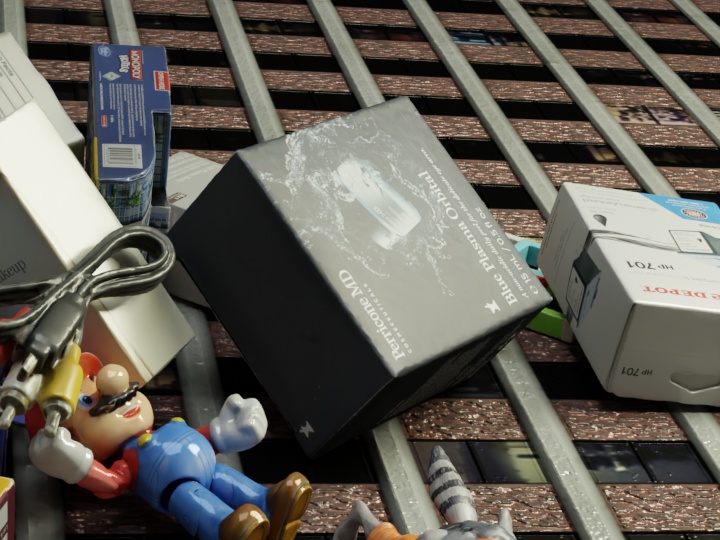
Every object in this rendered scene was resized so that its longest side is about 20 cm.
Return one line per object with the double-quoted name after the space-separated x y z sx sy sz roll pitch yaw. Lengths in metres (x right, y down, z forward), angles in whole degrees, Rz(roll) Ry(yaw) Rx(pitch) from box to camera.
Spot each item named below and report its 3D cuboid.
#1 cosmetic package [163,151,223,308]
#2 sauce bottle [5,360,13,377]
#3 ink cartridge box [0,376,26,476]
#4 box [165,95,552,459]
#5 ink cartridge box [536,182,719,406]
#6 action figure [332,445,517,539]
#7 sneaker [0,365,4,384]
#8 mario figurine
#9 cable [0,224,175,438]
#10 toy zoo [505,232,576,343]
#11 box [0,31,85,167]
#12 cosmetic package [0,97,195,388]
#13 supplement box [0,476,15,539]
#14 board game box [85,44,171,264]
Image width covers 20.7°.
-0.097 -0.022 1.595 0.199 0.091 0.107 15 25 27 "cosmetic package"
-0.335 0.048 1.402 0.199 0.066 0.066 5 24 -6 "sauce bottle"
-0.313 0.085 1.288 0.199 0.077 0.137 -6 38 -23 "ink cartridge box"
0.000 0.000 1.427 0.200 0.117 0.197 -23 73 -47 "box"
0.241 0.018 1.567 0.146 0.086 0.200 7 26 -16 "ink cartridge box"
0.036 0.168 1.166 0.199 0.105 0.193 17 3 -14 "action figure"
-0.292 0.001 1.272 0.074 0.082 0.200 -15 53 -37 "sneaker"
-0.131 0.108 1.260 0.199 0.106 0.123 27 -5 20 "mario figurine"
-0.195 0.026 1.270 0.097 0.050 0.200 30 35 2 "cable"
0.118 0.002 1.678 0.199 0.021 0.131 18 26 24 "toy zoo"
-0.321 -0.072 1.465 0.199 0.109 0.128 -23 60 -26 "box"
-0.216 -0.004 1.354 0.103 0.200 0.073 -28 12 38 "cosmetic package"
-0.310 0.161 1.127 0.199 0.086 0.110 10 24 9 "supplement box"
-0.178 -0.035 1.486 0.061 0.201 0.200 1 35 -10 "board game box"
